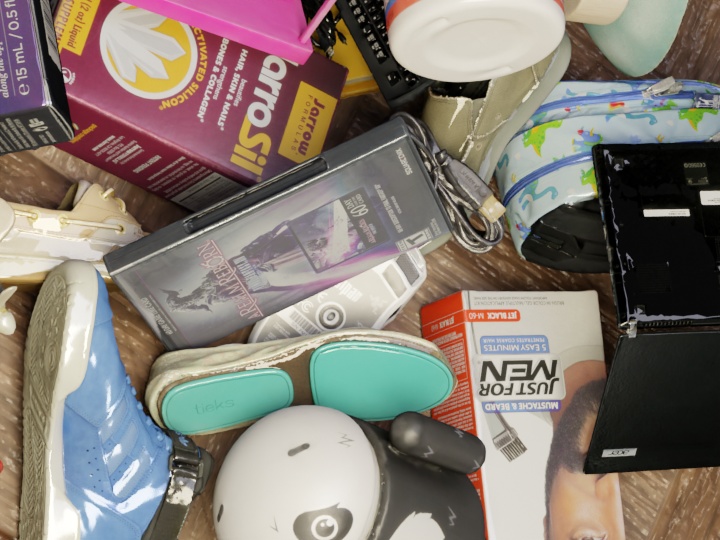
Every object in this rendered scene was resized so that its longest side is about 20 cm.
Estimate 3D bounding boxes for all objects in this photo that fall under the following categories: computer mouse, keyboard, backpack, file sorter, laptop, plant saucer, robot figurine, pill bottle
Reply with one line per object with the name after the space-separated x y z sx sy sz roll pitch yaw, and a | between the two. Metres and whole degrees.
0.000 0.000 1.776 0.110 0.044 0.200 42 95 -8 | computer mouse
-0.004 -0.190 1.792 0.040 0.104 0.200 30 26 -48 | keyboard
0.190 -0.062 1.872 0.200 0.163 0.154 -17 77 -23 | backpack
-0.079 -0.260 1.732 0.139 0.125 0.200 17 40 -30 | file sorter
0.233 0.023 1.813 0.177 0.103 0.200 -2 73 -18 | laptop
0.173 -0.231 1.831 0.039 0.201 0.201 0 77 -16 | plant saucer
-0.001 0.161 1.703 0.200 0.125 0.151 28 75 -43 | robot figurine
0.063 -0.230 1.701 0.112 0.112 0.200 5 64 -27 | pill bottle

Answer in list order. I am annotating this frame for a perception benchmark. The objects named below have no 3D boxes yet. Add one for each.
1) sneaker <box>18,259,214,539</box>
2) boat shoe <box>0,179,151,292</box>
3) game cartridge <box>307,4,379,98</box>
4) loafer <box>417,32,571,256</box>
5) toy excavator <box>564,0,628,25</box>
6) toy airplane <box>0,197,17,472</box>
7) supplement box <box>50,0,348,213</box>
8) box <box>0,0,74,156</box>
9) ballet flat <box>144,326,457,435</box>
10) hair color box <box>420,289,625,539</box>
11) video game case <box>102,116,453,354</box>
-0.146 0.093 1.670 0.111 0.077 0.200 1 95 -25 | sneaker
-0.176 -0.023 1.704 0.200 0.074 0.069 1 83 -27 | boat shoe
0.043 -0.223 1.815 0.032 0.176 0.200 25 65 -46 | game cartridge
0.058 -0.097 1.817 0.070 0.075 0.200 38 84 -37 | loafer
0.110 -0.242 1.837 0.100 0.200 0.195 4 75 -26 | toy excavator
-0.301 0.054 1.600 0.200 0.141 0.199 -5 65 8 | toy airplane
-0.122 -0.116 1.749 0.200 0.086 0.111 25 66 -20 | supplement box
-0.284 -0.137 1.614 0.200 0.104 0.148 -12 81 0 | box
-0.039 0.062 1.730 0.200 0.062 0.068 -4 118 -7 | ballet flat
0.111 0.116 1.827 0.111 0.064 0.200 0 79 -29 | hair color box
-0.048 -0.017 1.687 0.200 0.143 0.019 -26 63 2 | video game case
